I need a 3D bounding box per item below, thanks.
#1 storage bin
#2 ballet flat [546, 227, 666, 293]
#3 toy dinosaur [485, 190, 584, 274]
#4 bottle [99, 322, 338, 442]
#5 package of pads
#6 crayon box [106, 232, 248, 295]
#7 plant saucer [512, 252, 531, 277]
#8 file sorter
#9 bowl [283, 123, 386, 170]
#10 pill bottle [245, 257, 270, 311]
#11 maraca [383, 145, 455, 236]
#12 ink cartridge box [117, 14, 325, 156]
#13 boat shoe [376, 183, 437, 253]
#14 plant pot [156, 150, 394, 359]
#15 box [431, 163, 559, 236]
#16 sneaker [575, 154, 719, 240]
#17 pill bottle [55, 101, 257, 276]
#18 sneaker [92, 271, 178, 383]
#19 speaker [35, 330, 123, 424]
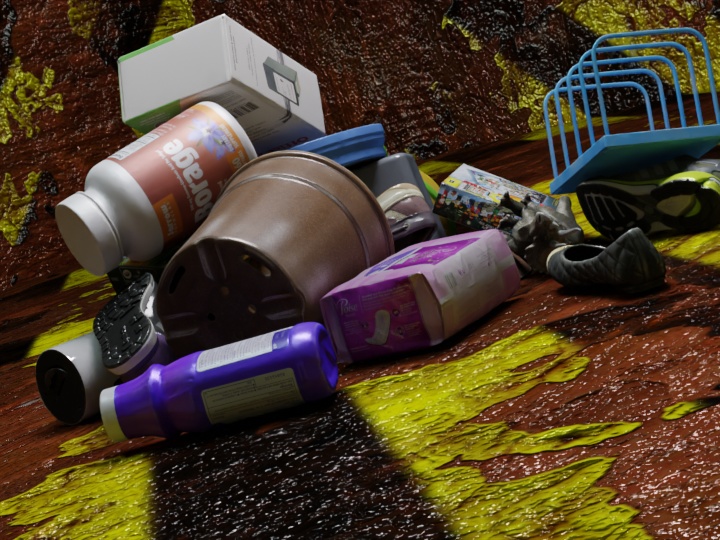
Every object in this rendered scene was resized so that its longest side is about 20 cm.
[{"bbox_3d":[0.001,-0.049,1.960,0.198,0.136,0.146,-20,0,10],"label":"storage bin"},{"bbox_3d":[0.224,-0.014,1.550,0.066,0.057,0.200,-17,6,-16],"label":"ballet flat"},{"bbox_3d":[0.193,-0.037,1.782,0.077,0.102,0.200,-60,-19,13],"label":"toy dinosaur"},{"bbox_3d":[-0.120,0.099,1.429,0.198,0.066,0.084,-16,6,8],"label":"bottle"},{"bbox_3d":[0.060,0.021,1.586,0.120,0.076,0.200,-14,7,28],"label":"package of pads"},{"bbox_3d":[-0.164,-0.038,1.822,0.200,0.052,0.125,-38,24,-33],"label":"crayon box"},{"bbox_3d":[0.083,0.011,1.809,0.198,0.035,0.200,-16,8,2],"label":"plant saucer"},{"bbox_3d":[0.288,-0.169,1.827,0.137,0.124,0.200,-7,-10,-11],"label":"file sorter"},{"bbox_3d":[-0.063,-0.119,1.963,0.199,0.040,0.201,-19,0,0],"label":"bowl"},{"bbox_3d":[-0.131,0.022,1.878,0.198,0.115,0.114,-13,7,28],"label":"pill bottle"},{"bbox_3d":[0.034,-0.086,2.100,0.137,0.200,0.107,-27,27,41],"label":"maraca"},{"bbox_3d":[-0.151,-0.190,1.876,0.144,0.085,0.200,-18,-22,24],"label":"ink cartridge box"},{"bbox_3d":[0.000,0.000,1.738,0.200,0.065,0.072,-46,-42,11],"label":"boat shoe"},{"bbox_3d":[-0.089,0.010,1.628,0.199,0.202,0.198,-13,16,23],"label":"plant pot"},{"bbox_3d":[0.164,-0.074,1.978,0.135,0.038,0.200,22,13,7],"label":"box"},{"bbox_3d":[0.314,-0.081,1.783,0.199,0.074,0.081,1,31,46],"label":"sneaker"},{"bbox_3d":[-0.209,-0.081,1.743,0.199,0.113,0.112,-35,15,-26],"label":"pill bottle"},{"bbox_3d":[-0.207,0.076,1.651,0.076,0.088,0.200,-38,22,8],"label":"sneaker"},{"bbox_3d":[-0.235,0.088,1.735,0.081,0.082,0.199,-10,9,43],"label":"speaker"}]
